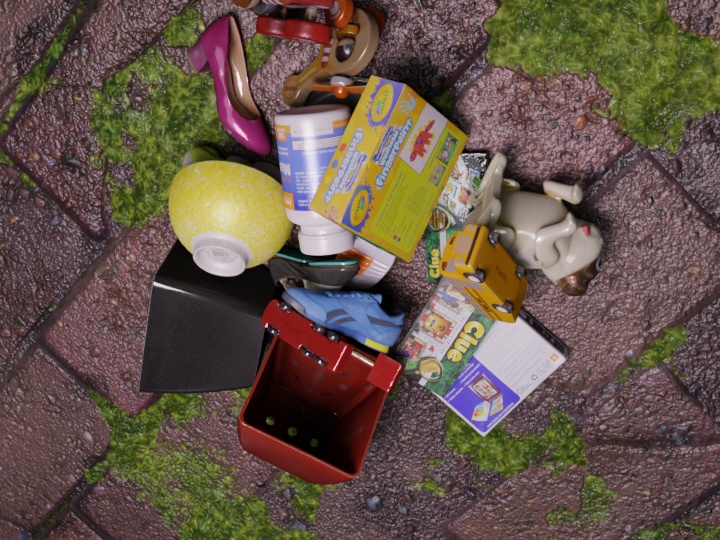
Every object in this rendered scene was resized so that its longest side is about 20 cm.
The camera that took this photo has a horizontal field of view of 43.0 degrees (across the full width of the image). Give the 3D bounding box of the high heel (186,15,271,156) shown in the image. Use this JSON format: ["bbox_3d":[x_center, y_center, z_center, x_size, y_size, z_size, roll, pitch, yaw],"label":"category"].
[{"bbox_3d":[-0.175,-0.271,1.354,0.096,0.067,0.201,-31,98,33],"label":"high heel"}]

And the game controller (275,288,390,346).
[{"bbox_3d":[-0.040,0.073,1.444,0.197,0.042,0.105,-2,132,25],"label":"game controller"}]

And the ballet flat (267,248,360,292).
[{"bbox_3d":[-0.069,0.009,1.392,0.199,0.067,0.070,10,102,50],"label":"ballet flat"}]

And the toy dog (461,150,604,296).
[{"bbox_3d":[0.251,-0.040,1.299,0.197,0.140,0.195,20,128,-5],"label":"toy dog"}]

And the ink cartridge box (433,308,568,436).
[{"bbox_3d":[0.188,0.132,1.442,0.199,0.043,0.198,40,115,-6],"label":"ink cartridge box"}]

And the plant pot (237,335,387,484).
[{"bbox_3d":[-0.088,0.227,1.454,0.198,0.202,0.177,27,145,-5],"label":"plant pot"}]

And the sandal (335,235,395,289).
[{"bbox_3d":[-0.007,-0.005,1.432,0.079,0.059,0.207,35,137,-3],"label":"sandal"}]

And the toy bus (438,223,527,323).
[{"bbox_3d":[0.168,0.005,1.238,0.077,0.200,0.066,13,73,35],"label":"toy bus"}]

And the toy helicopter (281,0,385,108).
[{"bbox_3d":[-0.044,-0.286,1.301,0.199,0.078,0.134,-31,61,40],"label":"toy helicopter"}]

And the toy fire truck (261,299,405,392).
[{"bbox_3d":[-0.041,0.112,1.374,0.198,0.141,0.049,30,93,22],"label":"toy fire truck"}]

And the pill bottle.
[{"bbox_3d":[-0.059,-0.130,1.312,0.110,0.112,0.204,-1,106,14],"label":"pill bottle"}]

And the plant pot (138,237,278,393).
[{"bbox_3d":[-0.232,0.079,1.450,0.174,0.200,0.203,14,114,-2],"label":"plant pot"}]

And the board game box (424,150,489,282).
[{"bbox_3d":[0.145,-0.079,1.380,0.103,0.024,0.203,0,110,11],"label":"board game box"}]

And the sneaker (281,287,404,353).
[{"bbox_3d":[-0.022,0.052,1.340,0.198,0.066,0.079,25,98,-27],"label":"sneaker"}]

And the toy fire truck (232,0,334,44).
[{"bbox_3d":[-0.128,-0.377,1.223,0.199,0.166,0.114,24,107,51],"label":"toy fire truck"}]

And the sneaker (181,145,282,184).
[{"bbox_3d":[-0.186,-0.120,1.429,0.197,0.076,0.106,23,133,3],"label":"sneaker"}]

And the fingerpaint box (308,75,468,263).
[{"bbox_3d":[0.041,-0.137,1.265,0.073,0.166,0.202,24,89,42],"label":"fingerpaint box"}]

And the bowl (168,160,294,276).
[{"bbox_3d":[-0.199,-0.058,1.359,0.196,0.109,0.201,7,148,4],"label":"bowl"}]

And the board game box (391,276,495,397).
[{"bbox_3d":[0.134,0.091,1.395,0.104,0.024,0.202,28,115,-3],"label":"board game box"}]

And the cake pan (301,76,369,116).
[{"bbox_3d":[-0.010,-0.185,1.368,0.197,0.037,0.204,5,112,11],"label":"cake pan"}]
